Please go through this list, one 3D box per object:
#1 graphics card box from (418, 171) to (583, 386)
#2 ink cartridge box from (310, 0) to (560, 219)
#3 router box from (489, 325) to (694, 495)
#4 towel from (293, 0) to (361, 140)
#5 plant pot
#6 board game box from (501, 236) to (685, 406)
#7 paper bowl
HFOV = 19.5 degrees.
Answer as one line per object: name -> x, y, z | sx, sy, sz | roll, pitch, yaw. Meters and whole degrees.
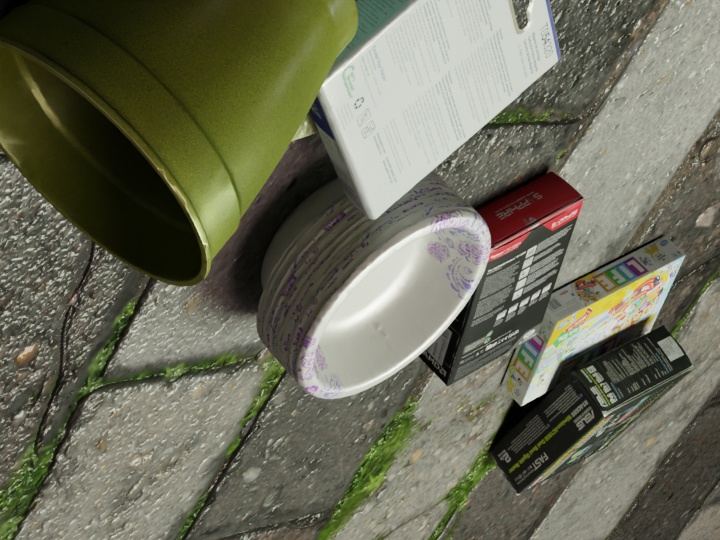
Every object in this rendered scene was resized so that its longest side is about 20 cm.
graphics card box -> 0.130, 0.009, 1.968 | 0.125, 0.051, 0.200 | -29, 149, -30
ink cartridge box -> 0.052, -0.155, 1.540 | 0.200, 0.043, 0.196 | -42, 151, -11
router box -> 0.250, 0.153, 2.289 | 0.150, 0.062, 0.200 | -24, 162, -37
towel -> -0.022, -0.161, 1.514 | 0.200, 0.036, 0.149 | -24, 147, -35
plant pot -> -0.108, -0.128, 1.291 | 0.193, 0.200, 0.200 | -48, 157, -22
board game box -> 0.246, 0.053, 2.218 | 0.200, 0.034, 0.135 | -25, 149, -34
paper bowl -> 0.000, 0.000, 1.704 | 0.201, 0.104, 0.201 | -35, 153, -21
